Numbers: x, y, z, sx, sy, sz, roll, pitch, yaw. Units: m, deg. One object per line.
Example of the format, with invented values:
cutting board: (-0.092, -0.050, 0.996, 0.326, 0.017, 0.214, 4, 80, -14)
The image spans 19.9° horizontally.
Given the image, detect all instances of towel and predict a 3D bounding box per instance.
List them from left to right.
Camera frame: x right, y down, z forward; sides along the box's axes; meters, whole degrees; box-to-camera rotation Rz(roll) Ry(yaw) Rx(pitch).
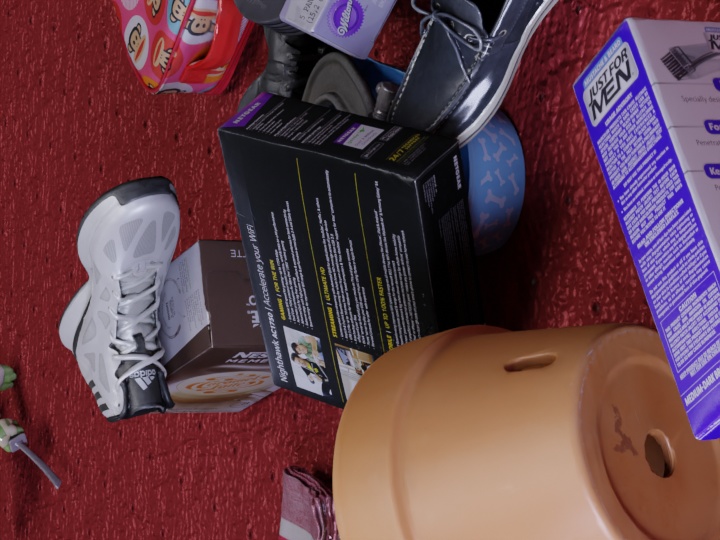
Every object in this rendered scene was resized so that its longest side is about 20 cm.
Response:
towel: (-0.049, 0.243, 1.428, 0.144, 0.023, 0.200, -170, 89, -77)

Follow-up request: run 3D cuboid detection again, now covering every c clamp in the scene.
c clamp: (-0.016, -0.051, 1.335, 0.171, 0.027, 0.200, 61, 140, 42)

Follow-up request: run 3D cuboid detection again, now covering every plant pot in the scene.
plant pot: (0.105, 0.113, 1.064, 0.140, 0.200, 0.200, -24, 68, 41)

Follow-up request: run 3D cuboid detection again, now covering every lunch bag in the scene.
lunch bag: (-0.125, -0.235, 1.583, 0.200, 0.082, 0.176, -60, 41, 42)

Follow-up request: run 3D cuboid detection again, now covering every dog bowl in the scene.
dog bowl: (0.039, -0.071, 1.313, 0.200, 0.050, 0.112, 34, 119, 56)

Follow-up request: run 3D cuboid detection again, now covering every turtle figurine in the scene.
turtle figurine: (-0.365, 0.197, 2.039, 0.194, 0.200, 0.144, -87, -12, -46)

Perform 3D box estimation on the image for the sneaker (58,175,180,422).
sneaker: (-0.149, 0.032, 1.420, 0.115, 0.076, 0.201, 61, 148, 29)

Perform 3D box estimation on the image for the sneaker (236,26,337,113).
sneaker: (-0.043, -0.107, 1.460, 0.200, 0.060, 0.104, 116, 144, -48)

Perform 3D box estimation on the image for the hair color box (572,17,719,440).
hair color box: (0.186, -0.022, 0.975, 0.065, 0.109, 0.200, -51, 46, 51)

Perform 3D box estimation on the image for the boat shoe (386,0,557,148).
boat shoe: (0.066, -0.148, 1.192, 0.200, 0.062, 0.075, -55, 45, 21)

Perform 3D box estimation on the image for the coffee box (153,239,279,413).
coffee box: (-0.104, 0.045, 1.510, 0.200, 0.114, 0.080, -34, 60, 58)

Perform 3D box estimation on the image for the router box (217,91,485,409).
router box: (0.000, 0.000, 1.250, 0.149, 0.051, 0.200, 17, 132, 33)

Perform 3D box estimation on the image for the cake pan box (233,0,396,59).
cake pan box: (-0.012, -0.246, 1.344, 0.200, 0.052, 0.184, -62, 31, 6)
